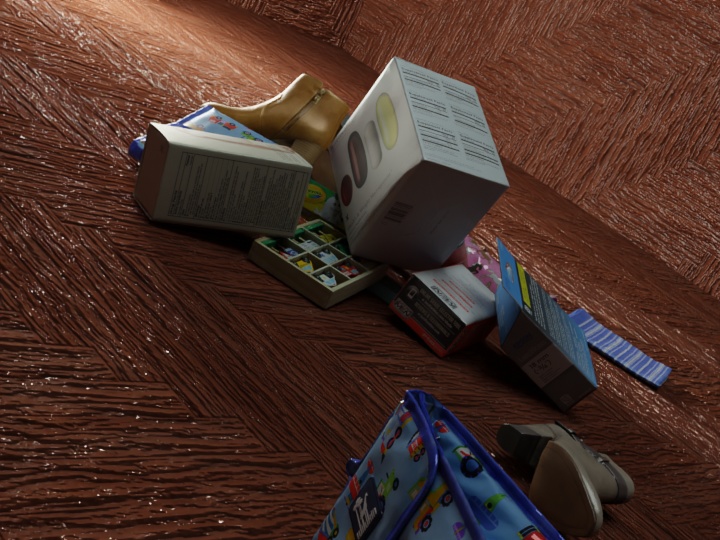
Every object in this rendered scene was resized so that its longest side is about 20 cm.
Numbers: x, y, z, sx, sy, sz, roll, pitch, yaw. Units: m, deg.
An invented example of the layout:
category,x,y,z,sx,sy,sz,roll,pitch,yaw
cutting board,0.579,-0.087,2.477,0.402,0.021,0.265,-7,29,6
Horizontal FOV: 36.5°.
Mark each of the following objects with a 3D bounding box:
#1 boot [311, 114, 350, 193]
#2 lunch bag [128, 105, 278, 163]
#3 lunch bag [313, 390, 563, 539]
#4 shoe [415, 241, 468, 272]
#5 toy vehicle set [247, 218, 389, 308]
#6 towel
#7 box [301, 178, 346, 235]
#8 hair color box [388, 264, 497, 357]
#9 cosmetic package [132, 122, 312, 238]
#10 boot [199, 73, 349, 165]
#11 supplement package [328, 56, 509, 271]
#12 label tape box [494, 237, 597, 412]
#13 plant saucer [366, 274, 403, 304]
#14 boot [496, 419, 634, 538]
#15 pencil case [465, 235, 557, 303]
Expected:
category,x,y,z,sx,sy,sz,roll,pitch,yaw
boot,-0.036,-0.146,1.719,0.069,0.146,0.203,-7,69,-37
lunch bag,-0.218,-0.145,1.519,0.149,0.095,0.200,30,26,15
lunch bag,0.038,0.187,0.724,0.093,0.152,0.200,20,18,-31
shoe,0.090,-0.020,1.682,0.071,0.092,0.199,-33,25,-33
toy vehicle set,-0.051,-0.013,1.435,0.123,0.027,0.200,32,21,14
towel,0.444,0.132,1.893,0.199,0.024,0.144,34,17,18
box,-0.025,-0.074,1.597,0.198,0.049,0.117,31,-6,-15
hair color box,0.124,0.051,1.486,0.101,0.061,0.199,44,18,16
cosmetic package,-0.172,-0.112,1.370,0.198,0.105,0.087,8,20,-33
boot,-0.128,-0.242,1.653,0.199,0.145,0.071,29,-18,6
supplement package,0.073,-0.142,1.501,0.145,0.192,0.202,14,44,-30
label tape box,0.227,0.072,1.468,0.200,0.063,0.145,45,21,-17
plant saucer,0.000,0.000,1.539,0.199,0.019,0.070,34,17,16
boot,0.234,0.221,1.147,0.145,0.071,0.200,22,17,-32
pencil case,0.217,0.026,1.724,0.199,0.087,0.083,39,-12,32
